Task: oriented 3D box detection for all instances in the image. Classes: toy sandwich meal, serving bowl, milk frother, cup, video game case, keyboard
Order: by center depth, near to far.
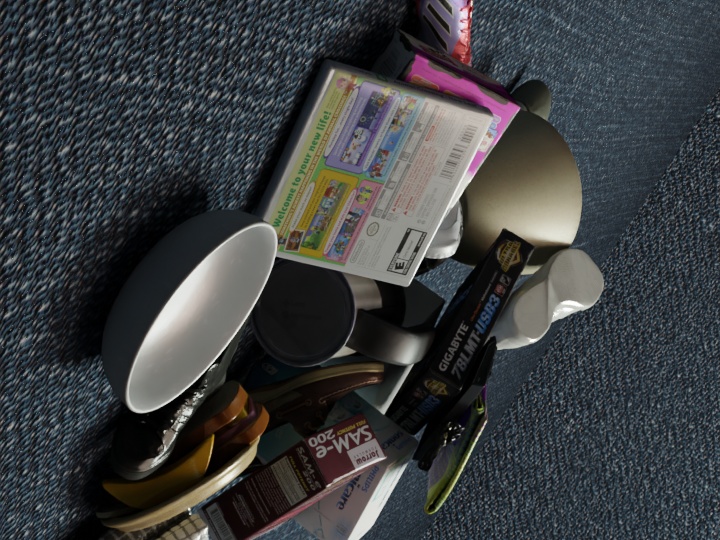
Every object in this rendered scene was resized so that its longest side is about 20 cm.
[{"bbox_3d":[-0.159,0.024,1.362,0.200,0.066,0.200,-50,165,-18],"label":"serving bowl"},{"bbox_3d":[0.007,-0.087,1.484,0.181,0.022,0.201,13,118,-27],"label":"video game case"},{"bbox_3d":[-0.186,0.190,1.602,0.204,0.071,0.205,-27,-172,4],"label":"toy sandwich meal"},{"bbox_3d":[0.000,0.000,1.679,0.188,0.179,0.202,-3,97,-73],"label":"milk frother"},{"bbox_3d":[0.100,0.164,1.744,0.128,0.021,0.200,-63,-178,-35],"label":"keyboard"},{"bbox_3d":[0.143,-0.086,1.870,0.143,0.200,0.201,-10,138,-41],"label":"cup"}]

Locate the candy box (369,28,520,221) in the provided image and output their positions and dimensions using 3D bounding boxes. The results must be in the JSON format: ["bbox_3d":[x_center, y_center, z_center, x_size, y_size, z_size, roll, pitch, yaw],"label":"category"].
[{"bbox_3d":[0.042,-0.116,1.530,0.136,0.061,0.201,23,111,-31],"label":"candy box"}]

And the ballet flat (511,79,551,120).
[{"bbox_3d":[0.176,-0.158,2.005,0.201,0.067,0.064,-57,158,7],"label":"ballet flat"}]

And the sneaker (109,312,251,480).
[{"bbox_3d":[-0.173,0.104,1.519,0.200,0.060,0.104,-50,167,-37],"label":"sneaker"}]

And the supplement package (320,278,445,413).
[{"bbox_3d":[0.002,0.097,1.914,0.120,0.121,0.201,-41,161,-42],"label":"supplement package"}]

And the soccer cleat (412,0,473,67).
[{"bbox_3d":[0.086,-0.231,1.538,0.067,0.076,0.201,-43,162,-36],"label":"soccer cleat"}]

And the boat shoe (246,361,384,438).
[{"bbox_3d":[-0.063,0.153,1.737,0.199,0.072,0.072,-17,173,6],"label":"boat shoe"}]

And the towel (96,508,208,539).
[{"bbox_3d":[-0.248,0.334,1.684,0.165,0.086,0.200,-34,157,-28],"label":"towel"}]

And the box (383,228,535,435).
[{"bbox_3d":[0.112,0.074,1.795,0.199,0.049,0.200,-61,-178,-24],"label":"box"}]

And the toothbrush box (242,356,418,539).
[{"bbox_3d":[-0.053,0.208,1.835,0.085,0.200,0.147,-32,154,-56],"label":"toothbrush box"}]

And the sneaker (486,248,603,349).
[{"bbox_3d":[0.206,0.037,1.843,0.200,0.076,0.088,-29,178,-44],"label":"sneaker"}]

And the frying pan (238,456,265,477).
[{"bbox_3d":[-0.164,0.232,1.769,0.114,0.031,0.190,-15,170,-7],"label":"frying pan"}]

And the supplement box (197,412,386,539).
[{"bbox_3d":[-0.077,0.235,1.727,0.200,0.061,0.109,-36,169,38],"label":"supplement box"}]

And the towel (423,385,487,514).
[{"bbox_3d":[0.107,0.183,1.809,0.200,0.023,0.144,-82,-163,-71],"label":"towel"}]

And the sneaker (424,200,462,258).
[{"bbox_3d":[0.071,-0.114,1.643,0.115,0.075,0.201,95,-6,-47],"label":"sneaker"}]
